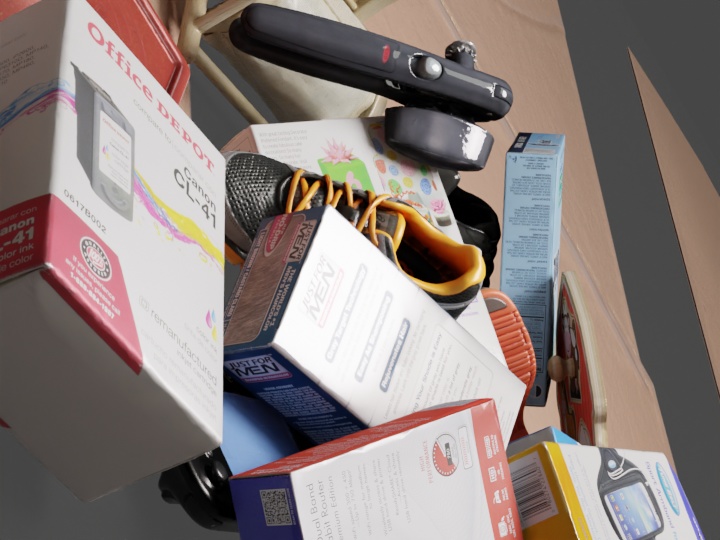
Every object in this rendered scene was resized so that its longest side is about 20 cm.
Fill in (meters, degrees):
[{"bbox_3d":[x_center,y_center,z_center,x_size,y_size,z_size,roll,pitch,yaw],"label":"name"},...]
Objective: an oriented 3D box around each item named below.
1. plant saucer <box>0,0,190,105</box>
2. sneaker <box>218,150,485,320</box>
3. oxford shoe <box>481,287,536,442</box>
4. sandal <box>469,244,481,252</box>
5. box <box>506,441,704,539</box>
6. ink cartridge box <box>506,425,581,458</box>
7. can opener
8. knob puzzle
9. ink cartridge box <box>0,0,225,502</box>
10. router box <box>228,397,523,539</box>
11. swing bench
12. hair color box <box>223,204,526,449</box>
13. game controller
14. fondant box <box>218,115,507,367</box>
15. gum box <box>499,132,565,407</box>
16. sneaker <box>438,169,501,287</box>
[{"bbox_3d":[-0.162,-0.146,1.140,0.200,0.037,0.200,59,15,-22],"label":"plant saucer"},{"bbox_3d":[-0.010,-0.025,1.214,0.199,0.077,0.079,25,57,-21],"label":"sneaker"},{"bbox_3d":[0.089,0.085,1.483,0.073,0.071,0.201,-118,-162,-50],"label":"oxford shoe"},{"bbox_3d":[0.042,0.051,1.457,0.203,0.050,0.083,-58,160,-53],"label":"sandal"},{"bbox_3d":[0.162,0.170,1.209,0.200,0.041,0.119,15,52,-58],"label":"box"},{"bbox_3d":[0.156,0.192,1.314,0.200,0.067,0.117,33,38,-53],"label":"ink cartridge box"},{"bbox_3d":[0.010,-0.132,1.291,0.199,0.063,0.079,22,62,-21],"label":"can opener"},{"bbox_3d":[0.160,0.101,1.514,0.220,0.030,0.221,175,-90,-88],"label":"knob puzzle"},{"bbox_3d":[-0.135,-0.015,0.946,0.148,0.085,0.201,50,27,-39],"label":"ink cartridge box"},{"bbox_3d":[0.024,0.188,1.084,0.179,0.049,0.201,-15,94,-48],"label":"router box"},{"bbox_3d":[-0.038,-0.187,1.416,0.199,0.129,0.200,48,20,-42],"label":"swing bench"},{"bbox_3d":[0.008,0.060,1.173,0.200,0.060,0.100,43,55,-33],"label":"hair color box"},{"bbox_3d":[-0.065,0.101,1.118,0.200,0.042,0.105,22,47,-66],"label":"game controller"},{"bbox_3d":[0.000,0.000,1.297,0.144,0.058,0.201,-8,73,-38],"label":"fondant box"},{"bbox_3d":[0.140,-0.005,1.607,0.170,0.044,0.201,-49,142,-78],"label":"gum box"},{"bbox_3d":[0.078,-0.008,1.570,0.076,0.090,0.200,-90,155,-49],"label":"sneaker"}]
